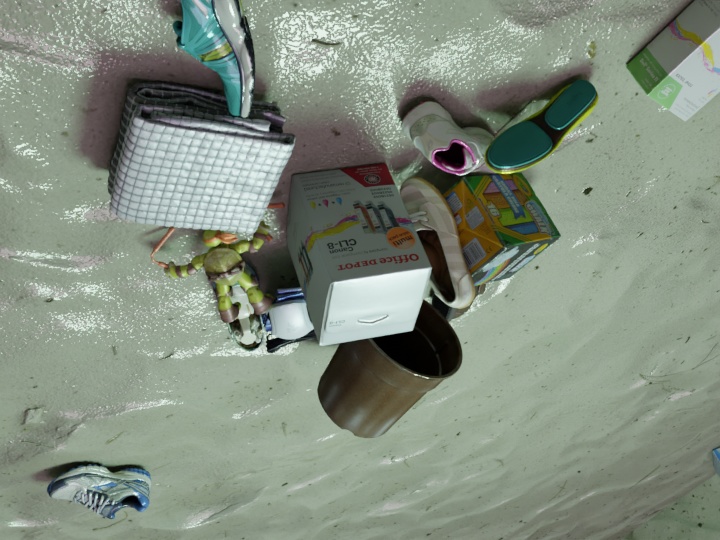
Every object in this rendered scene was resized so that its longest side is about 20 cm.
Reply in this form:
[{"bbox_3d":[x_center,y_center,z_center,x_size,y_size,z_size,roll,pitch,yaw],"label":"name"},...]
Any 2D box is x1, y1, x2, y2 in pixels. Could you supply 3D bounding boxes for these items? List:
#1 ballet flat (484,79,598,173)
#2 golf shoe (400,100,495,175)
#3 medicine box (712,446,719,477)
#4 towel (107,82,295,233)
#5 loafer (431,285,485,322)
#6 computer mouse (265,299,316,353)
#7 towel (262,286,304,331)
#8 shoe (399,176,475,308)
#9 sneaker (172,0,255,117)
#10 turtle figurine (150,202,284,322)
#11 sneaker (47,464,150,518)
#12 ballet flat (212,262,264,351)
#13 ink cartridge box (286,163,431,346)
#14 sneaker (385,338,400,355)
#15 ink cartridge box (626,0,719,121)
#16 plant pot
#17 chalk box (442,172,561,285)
[{"bbox_3d":[0.253,-0.189,1.170,0.200,0.067,0.067,-39,164,-12],"label":"ballet flat"},{"bbox_3d":[0.138,-0.159,1.157,0.199,0.092,0.075,16,130,-43],"label":"golf shoe"},{"bbox_3d":[1.255,0.680,2.757,0.103,0.183,0.200,-27,145,7],"label":"medicine box"},{"bbox_3d":[-0.197,-0.137,1.021,0.199,0.086,0.166,3,137,-28],"label":"towel"},{"bbox_3d":[0.180,0.011,1.430,0.071,0.073,0.200,-15,151,-27],"label":"loafer"},{"bbox_3d":[-0.106,0.092,1.303,0.109,0.044,0.200,-10,164,-1],"label":"computer mouse"},{"bbox_3d":[-0.076,0.059,1.320,0.144,0.024,0.200,-5,165,-14],"label":"towel"},{"bbox_3d":[0.103,-0.041,1.171,0.070,0.201,0.053,-29,169,32],"label":"shoe"},{"bbox_3d":[-0.160,-0.254,0.904,0.079,0.078,0.201,-12,135,2],"label":"sneaker"},{"bbox_3d":[-0.178,-0.006,1.179,0.199,0.064,0.162,-24,125,-3],"label":"turtle figurine"},{"bbox_3d":[-0.489,0.424,1.590,0.199,0.085,0.077,8,135,-34],"label":"sneaker"},{"bbox_3d":[-0.182,0.060,1.297,0.074,0.074,0.200,-17,144,-6],"label":"ballet flat"},{"bbox_3d":[-0.008,-0.023,1.164,0.144,0.201,0.145,-9,143,-17],"label":"ink cartridge box"},{"bbox_3d":[0.059,0.131,1.526,0.200,0.077,0.085,-34,133,6],"label":"sneaker"},{"bbox_3d":[0.485,-0.313,1.152,0.117,0.068,0.200,15,131,-40],"label":"ink cartridge box"},{"bbox_3d":[0.035,0.164,1.404,0.199,0.201,0.199,9,130,-35],"label":"plant pot"},{"bbox_3d":[0.202,-0.063,1.255,0.199,0.124,0.125,-11,156,-47],"label":"chalk box"}]
